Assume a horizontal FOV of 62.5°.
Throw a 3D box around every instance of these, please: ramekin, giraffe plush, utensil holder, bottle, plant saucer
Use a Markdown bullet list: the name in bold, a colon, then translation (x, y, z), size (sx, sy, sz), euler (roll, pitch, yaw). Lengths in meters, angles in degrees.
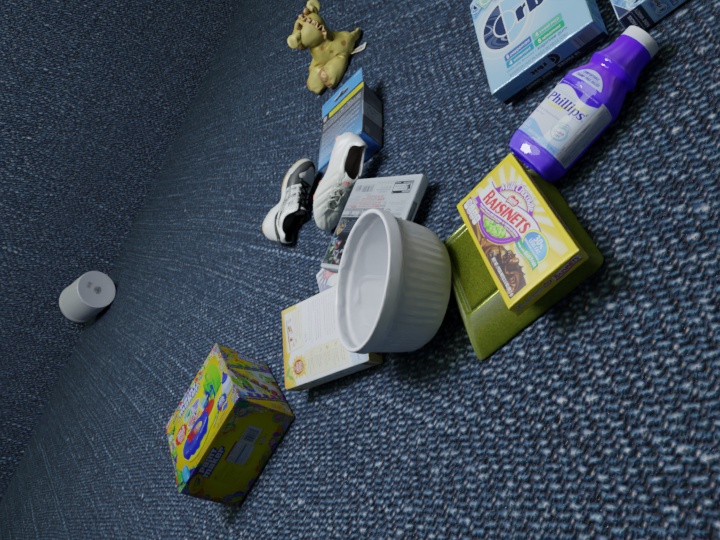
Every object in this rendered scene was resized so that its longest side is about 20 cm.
- **ramekin**: translation (0.045, 0.021, 0.838), size (0.200, 0.104, 0.203), euler (-171, 90, -70)
- **giraffe plush**: translation (-0.106, -0.570, 1.489), size (0.199, 0.161, 0.174), euler (-24, 48, 46)
- **utensil holder**: translation (-1.139, 0.109, 2.479), size (0.199, 0.169, 0.172), euler (-25, 47, 40)
- **bottle**: translation (0.281, -0.209, 0.743), size (0.200, 0.065, 0.084), euler (-48, 54, 14)
- **plant saucer**: translation (0.183, -0.022, 0.769), size (0.200, 0.048, 0.201), euler (-45, 36, 26)

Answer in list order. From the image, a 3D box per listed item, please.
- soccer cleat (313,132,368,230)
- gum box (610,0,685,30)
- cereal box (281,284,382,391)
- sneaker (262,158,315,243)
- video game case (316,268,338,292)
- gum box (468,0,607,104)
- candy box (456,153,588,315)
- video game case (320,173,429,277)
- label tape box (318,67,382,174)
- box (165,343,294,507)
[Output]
- **soccer cleat**: translation (-0.041, -0.167, 1.153), size (0.077, 0.069, 0.202), euler (38, 117, 48)
- **gum box**: translation (0.406, -0.420, 0.747), size (0.199, 0.044, 0.171), euler (-34, 41, 39)
- **cereal box**: translation (-0.052, 0.107, 0.983), size (0.199, 0.039, 0.146), euler (-24, 60, 37)
- **sneaker**: translation (-0.139, -0.150, 1.328), size (0.087, 0.075, 0.202), euler (24, 89, 42)
- **video game case**: translation (0.000, 0.000, 1.041), size (0.200, 0.023, 0.183), euler (-48, 34, 22)
- **gum box**: translation (0.255, -0.382, 0.886), size (0.169, 0.044, 0.202), euler (-30, 56, 41)
- **candy box**: translation (0.186, -0.050, 0.715), size (0.102, 0.026, 0.201), euler (-43, 37, 23)
- **video game case**: translation (0.020, -0.078, 1.032), size (0.199, 0.023, 0.184), euler (8, 73, 56)
- **label tape box**: translation (-0.021, -0.310, 1.264), size (0.144, 0.063, 0.202), euler (-33, 43, 39)
- **box**: translation (-0.247, 0.280, 1.093), size (0.201, 0.121, 0.193), euler (-58, 32, 6)
